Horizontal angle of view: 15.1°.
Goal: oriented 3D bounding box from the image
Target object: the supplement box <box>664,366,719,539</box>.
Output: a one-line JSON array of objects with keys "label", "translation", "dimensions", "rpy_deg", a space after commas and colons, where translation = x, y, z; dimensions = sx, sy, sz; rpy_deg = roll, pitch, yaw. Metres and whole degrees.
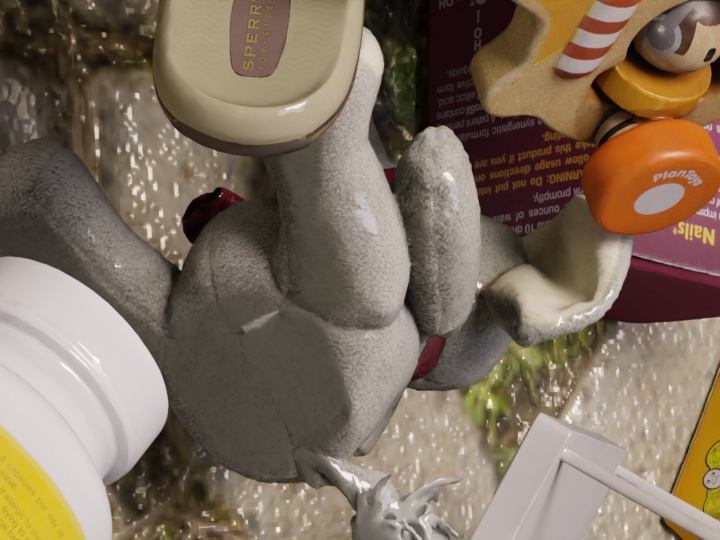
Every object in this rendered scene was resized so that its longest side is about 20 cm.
[{"label": "supplement box", "translation": [0.247, 0.084, 1.129], "dimensions": [0.109, 0.200, 0.110], "rpy_deg": [43, 58, -29]}]

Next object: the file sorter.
[{"label": "file sorter", "translation": [0.078, 0.169, 0.931], "dimensions": [0.200, 0.124, 0.139], "rpy_deg": [-62, 166, 0]}]

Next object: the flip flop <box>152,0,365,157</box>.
[{"label": "flip flop", "translation": [-0.031, -0.126, 0.846], "dimensions": [0.058, 0.081, 0.200], "rpy_deg": [85, 7, -55]}]

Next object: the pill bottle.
[{"label": "pill bottle", "translation": [-0.146, 0.090, 0.825], "dimensions": [0.200, 0.112, 0.112], "rpy_deg": [-50, 117, -35]}]

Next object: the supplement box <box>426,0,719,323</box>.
[{"label": "supplement box", "translation": [0.105, -0.088, 1.090], "dimensions": [0.131, 0.103, 0.201], "rpy_deg": [12, 75, -43]}]

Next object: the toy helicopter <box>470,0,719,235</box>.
[{"label": "toy helicopter", "translation": [0.080, -0.095, 0.854], "dimensions": [0.200, 0.132, 0.079], "rpy_deg": [23, 42, -48]}]

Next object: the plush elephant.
[{"label": "plush elephant", "translation": [0.000, 0.000, 0.947], "dimensions": [0.200, 0.165, 0.155], "rpy_deg": [58, 32, -7]}]
